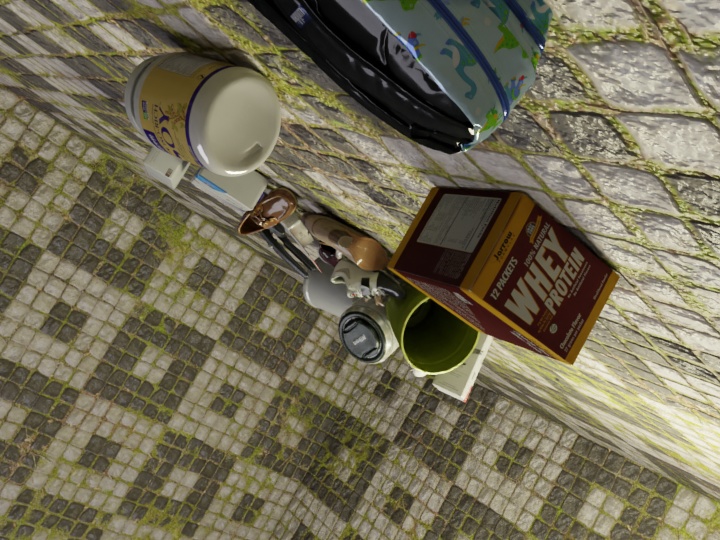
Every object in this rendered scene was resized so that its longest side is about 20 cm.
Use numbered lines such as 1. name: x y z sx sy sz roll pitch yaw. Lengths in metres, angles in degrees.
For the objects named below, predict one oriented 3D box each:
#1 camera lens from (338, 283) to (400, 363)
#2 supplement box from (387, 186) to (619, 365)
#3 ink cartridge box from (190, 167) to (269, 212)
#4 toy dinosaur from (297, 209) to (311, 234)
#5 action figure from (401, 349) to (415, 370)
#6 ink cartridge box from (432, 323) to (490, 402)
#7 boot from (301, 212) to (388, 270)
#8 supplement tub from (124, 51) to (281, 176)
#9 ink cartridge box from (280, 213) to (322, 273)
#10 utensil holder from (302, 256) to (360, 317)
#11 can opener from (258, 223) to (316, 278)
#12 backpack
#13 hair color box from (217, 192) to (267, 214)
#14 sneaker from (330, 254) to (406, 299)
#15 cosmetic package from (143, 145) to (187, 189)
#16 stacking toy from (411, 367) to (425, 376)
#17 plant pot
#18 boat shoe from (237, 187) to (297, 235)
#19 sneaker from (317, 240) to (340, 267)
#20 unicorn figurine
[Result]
1. camera lens: 0.050 0.137 1.905 0.159 0.161 0.200 27 -145 22
2. supplement box: 0.183 0.002 0.960 0.197 0.133 0.200 34 172 -27
3. ink cartridge box: -0.309 -0.209 1.709 0.146 0.085 0.200 32 173 -17
4. toy dinosaur: -0.080 -0.092 1.765 0.200 0.048 0.088 36 167 -19
5. action figure: 0.178 0.168 1.853 0.130 0.201 0.069 25 173 43
6. ink cartridge box: 0.259 0.213 1.807 0.082 0.201 0.147 23 171 16
7. boot: -0.039 -0.075 1.660 0.200 0.070 0.146 31 -177 -45
8. supplement tub: -0.223 -0.223 1.017 0.199 0.146 0.145 24 171 38
9. ink cartridge box: -0.149 -0.090 1.821 0.174 0.044 0.200 49 177 12
10. utensil holder: -0.041 0.056 2.128 0.199 0.171 0.170 21 168 41
11. can opener: -0.194 -0.059 1.872 0.200 0.063 0.079 52 177 -2
12. backpack: 0.026 -0.168 0.479 0.200 0.154 0.163 53 167 -8
13. hair color box: -0.316 -0.193 1.941 0.199 0.065 0.109 25 171 28
14. sneaker: 0.015 0.038 1.708 0.199 0.089 0.074 25 161 34
15. cosmetic package: -0.465 -0.275 1.789 0.081 0.113 0.200 31 171 -9
16. stacking toy: 0.201 0.199 1.976 0.146 0.201 0.146 30 173 4
17. plant pot: 0.152 0.112 1.730 0.200 0.201 0.193 34 -176 -27
18. boat shoe: -0.217 -0.129 1.691 0.072 0.068 0.200 49 139 -15
19. sneaker: -0.035 -0.021 1.941 0.199 0.076 0.116 30 170 9
20. unicorn figurine: 0.000 0.000 1.827 0.199 0.074 0.138 25 138 37
